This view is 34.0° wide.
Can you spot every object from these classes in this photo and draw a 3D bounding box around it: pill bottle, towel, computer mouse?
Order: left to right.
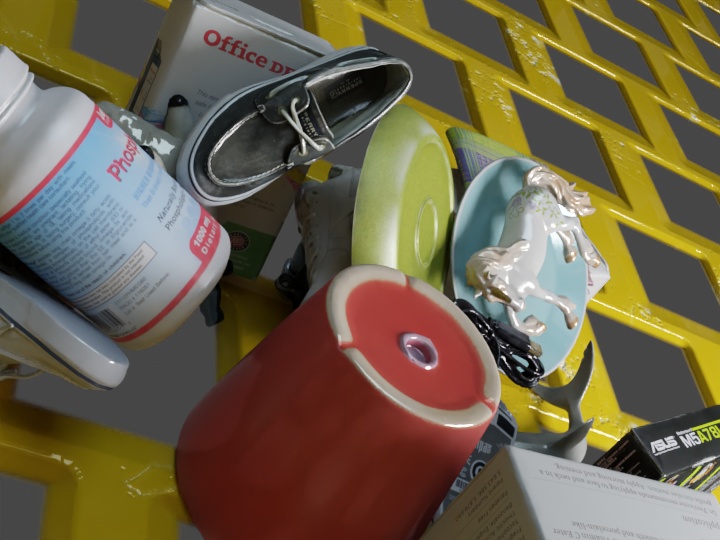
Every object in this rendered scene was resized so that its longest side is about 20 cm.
[{"bbox_3d":[-0.189,-0.048,0.780,0.200,0.108,0.109,45,27,-26],"label":"pill bottle"},{"bbox_3d":[0.089,0.133,0.961,0.109,0.044,0.202,28,64,-26],"label":"computer mouse"},{"bbox_3d":[0.157,-0.063,1.188,0.142,0.023,0.201,20,36,-25],"label":"towel"}]

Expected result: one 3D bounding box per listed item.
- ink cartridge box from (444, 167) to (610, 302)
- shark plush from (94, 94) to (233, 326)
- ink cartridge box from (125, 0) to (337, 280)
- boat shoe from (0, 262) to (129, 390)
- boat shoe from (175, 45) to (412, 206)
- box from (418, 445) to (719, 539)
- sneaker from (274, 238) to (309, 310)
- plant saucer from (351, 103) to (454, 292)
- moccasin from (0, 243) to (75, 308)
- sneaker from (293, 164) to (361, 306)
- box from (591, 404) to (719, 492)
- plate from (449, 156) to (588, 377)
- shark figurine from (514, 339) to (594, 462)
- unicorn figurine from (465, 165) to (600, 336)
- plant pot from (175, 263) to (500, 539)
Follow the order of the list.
[{"bbox_3d":[0.146,-0.026,1.230,0.198,0.085,0.146,2,47,-41],"label":"ink cartridge box"},{"bbox_3d":[-0.151,-0.049,0.912,0.092,0.082,0.201,-81,151,-43],"label":"shark plush"},{"bbox_3d":[-0.115,-0.114,0.964,0.144,0.202,0.088,18,21,-26],"label":"ink cartridge box"},{"bbox_3d":[-0.249,0.041,0.766,0.201,0.087,0.075,30,0,10],"label":"boat shoe"},{"bbox_3d":[-0.047,-0.115,0.868,0.199,0.071,0.073,-38,113,-23],"label":"boat shoe"},{"bbox_3d":[0.134,0.241,0.776,0.197,0.201,0.131,17,35,-30],"label":"box"},{"bbox_3d":[0.000,0.000,1.059,0.114,0.076,0.200,43,35,4],"label":"sneaker"},{"bbox_3d":[0.041,-0.031,0.943,0.031,0.202,0.200,5,26,19],"label":"plant saucer"},{"bbox_3d":[-0.246,-0.049,0.892,0.077,0.074,0.202,-2,41,-35],"label":"moccasin"},{"bbox_3d":[-0.023,-0.017,0.967,0.099,0.075,0.201,24,40,4],"label":"sneaker"},{"bbox_3d":[0.209,0.184,0.921,0.192,0.201,0.048,-3,51,-45],"label":"box"},{"bbox_3d":[0.140,-0.001,1.066,0.199,0.025,0.203,5,83,-45],"label":"plate"},{"bbox_3d":[0.181,0.144,1.052,0.128,0.090,0.214,49,36,15],"label":"shark figurine"},{"bbox_3d":[0.145,-0.006,1.014,0.137,0.073,0.202,41,43,-33],"label":"unicorn figurine"},{"bbox_3d":[-0.006,0.107,0.827,0.199,0.178,0.202,26,34,-19],"label":"plant pot"}]
